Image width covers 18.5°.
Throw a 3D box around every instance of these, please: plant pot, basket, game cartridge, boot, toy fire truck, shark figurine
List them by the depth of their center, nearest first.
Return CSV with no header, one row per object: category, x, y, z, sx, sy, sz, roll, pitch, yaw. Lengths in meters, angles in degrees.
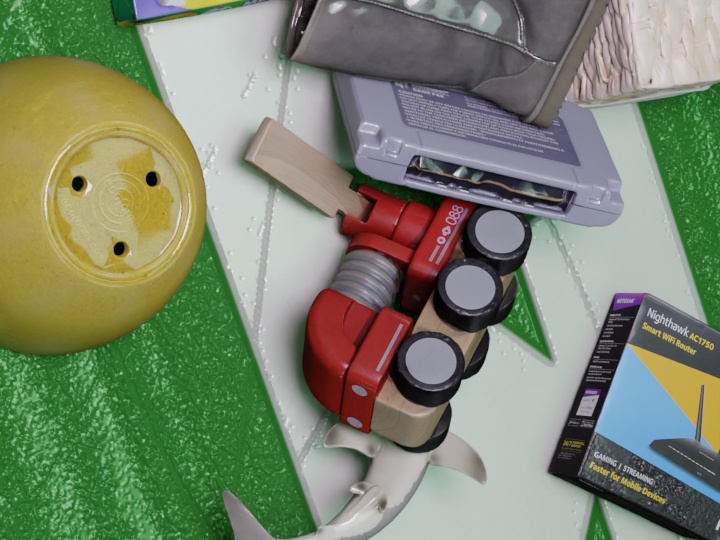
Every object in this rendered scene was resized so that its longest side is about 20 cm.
plant pot,-0.177,-0.041,1.417,0.199,0.142,0.201,-1,92,-26
boot,0.066,-0.198,1.504,0.199,0.073,0.183,20,100,-11
toy fire truck,0.000,0.000,1.520,0.199,0.129,0.177,25,61,10
game cartridge,0.080,-0.096,1.548,0.199,0.134,0.041,12,127,-18
shark figurine,-0.001,0.161,1.548,0.128,0.090,0.214,39,63,13
basket,0.213,-0.224,1.612,0.135,0.123,0.201,-10,96,-24

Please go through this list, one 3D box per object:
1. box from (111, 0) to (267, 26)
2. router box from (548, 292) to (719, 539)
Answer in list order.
box,-0.080,-0.242,1.512,0.199,0.048,0.118,-15,98,-26
router box,0.255,0.124,1.679,0.199,0.051,0.150,26,78,-24
